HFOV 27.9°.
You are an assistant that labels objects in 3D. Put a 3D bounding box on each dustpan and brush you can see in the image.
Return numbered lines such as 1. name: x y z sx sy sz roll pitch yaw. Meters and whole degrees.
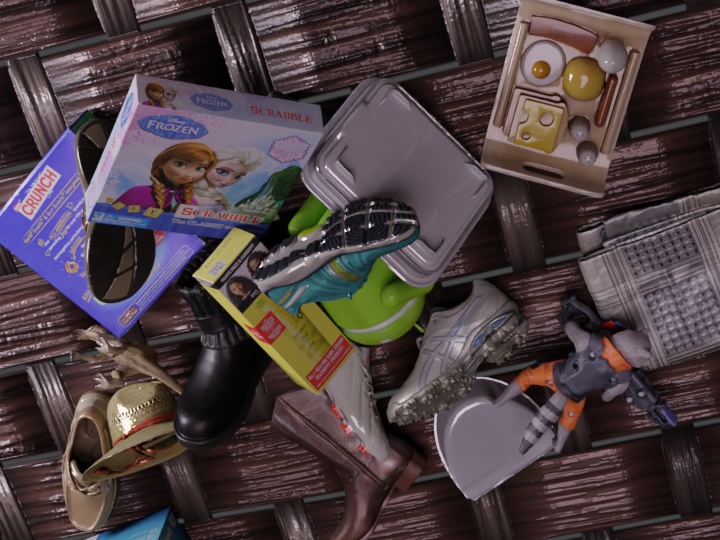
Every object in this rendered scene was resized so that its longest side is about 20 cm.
1. dustpan and brush: 0.128 0.161 1.736 0.139 0.057 0.200 -35 113 8

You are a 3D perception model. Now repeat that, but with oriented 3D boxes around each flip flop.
1. flip flop: -0.277 -0.065 1.594 0.081 0.057 0.202 -12 97 -23

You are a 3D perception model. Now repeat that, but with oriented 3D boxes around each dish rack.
1. dish rack: 0.049 -0.101 1.561 0.200 0.172 0.043 43 153 -11

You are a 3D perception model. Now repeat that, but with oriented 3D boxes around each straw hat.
1. straw hat: -0.261 0.180 1.752 0.200 0.201 0.086 -26 76 17

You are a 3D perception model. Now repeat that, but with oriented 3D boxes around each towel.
1. towel: 0.357 0.012 1.642 0.191 0.035 0.201 -18 110 15

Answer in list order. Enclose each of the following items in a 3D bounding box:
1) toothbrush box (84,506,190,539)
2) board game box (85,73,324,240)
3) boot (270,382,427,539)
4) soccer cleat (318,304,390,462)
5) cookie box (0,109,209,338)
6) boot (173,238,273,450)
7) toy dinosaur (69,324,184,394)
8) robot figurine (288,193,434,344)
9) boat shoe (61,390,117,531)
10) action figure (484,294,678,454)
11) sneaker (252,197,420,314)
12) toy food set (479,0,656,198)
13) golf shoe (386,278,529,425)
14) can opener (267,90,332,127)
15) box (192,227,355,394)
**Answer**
1. toothbrush box: -0.300 0.406 1.816 0.146 0.200 0.086 -23 110 16
2. board game box: -0.165 -0.110 1.510 0.198 0.041 0.200 6 144 -23
3. boot: -0.047 0.235 1.779 0.199 0.064 0.187 36 101 -13
4. soccer cleat: -0.010 0.130 1.707 0.077 0.069 0.201 -32 92 -6
5. cookie box: -0.296 -0.053 1.672 0.200 0.075 0.171 40 111 -12
6. boot: -0.166 0.079 1.635 0.079 0.212 0.158 9 142 24
7. toy dinosaur: -0.270 0.103 1.701 0.199 0.101 0.059 30 109 28
8. robot figurine: 0.000 0.000 1.624 0.175 0.116 0.201 5 140 41
9. boat shoe: -0.346 0.250 1.824 0.071 0.065 0.202 8 115 3
10. action figure: 0.267 0.140 1.651 0.200 0.105 0.194 42 121 -5
11. sneaker: -0.017 -0.013 1.512 0.199 0.078 0.080 -23 123 29
12. toy food set: 0.219 -0.186 1.554 0.142 0.061 0.201 14 115 0
13. golf shoe: 0.099 0.095 1.685 0.200 0.078 0.097 -40 62 8
14. can opener: -0.022 -0.134 1.610 0.199 0.067 0.053 29 112 -1
15. box: -0.093 0.047 1.603 0.075 0.050 0.200 -49 125 -14
